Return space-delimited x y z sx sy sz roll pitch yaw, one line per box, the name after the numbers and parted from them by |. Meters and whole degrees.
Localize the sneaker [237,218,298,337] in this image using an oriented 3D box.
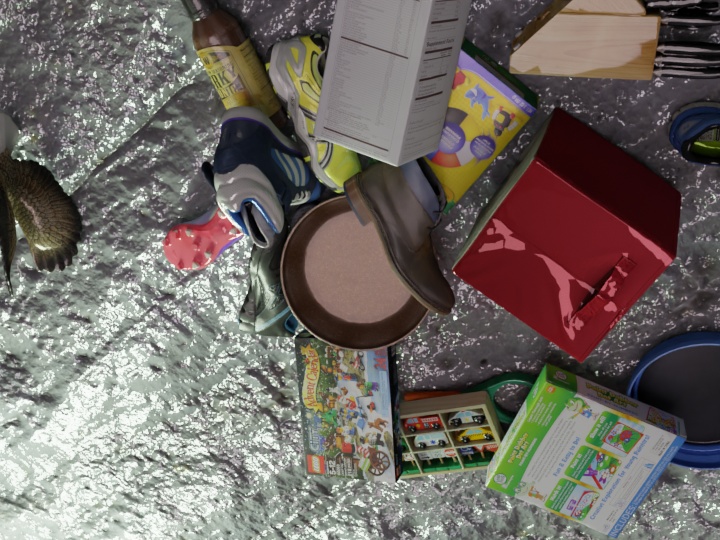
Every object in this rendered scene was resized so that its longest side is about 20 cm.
-0.107 0.007 1.297 0.081 0.074 0.202 14 132 1 | sneaker

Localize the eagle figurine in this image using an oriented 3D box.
-0.458 -0.084 1.282 0.200 0.152 0.151 44 158 4 | eagle figurine

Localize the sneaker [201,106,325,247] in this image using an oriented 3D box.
-0.104 -0.082 1.149 0.080 0.149 0.200 -11 153 23 | sneaker

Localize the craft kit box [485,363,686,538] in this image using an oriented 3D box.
0.292 0.242 1.305 0.195 0.049 0.202 21 122 -4 | craft kit box

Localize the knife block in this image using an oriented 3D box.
0.282 -0.236 1.061 0.175 0.064 0.199 44 120 -13 | knife block

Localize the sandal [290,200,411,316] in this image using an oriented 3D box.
-0.004 -0.016 1.276 0.076 0.043 0.200 -39 100 20 | sandal

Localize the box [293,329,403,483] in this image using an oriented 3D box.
-0.015 0.185 1.353 0.135 0.038 0.203 0 104 20 | box

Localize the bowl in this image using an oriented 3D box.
0.443 0.167 1.275 0.197 0.040 0.203 6 121 10 | bowl

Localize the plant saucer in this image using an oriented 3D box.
0.000 0.000 1.237 0.197 0.037 0.204 2 107 5 | plant saucer

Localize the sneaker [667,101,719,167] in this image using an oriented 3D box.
0.437 -0.139 1.067 0.197 0.090 0.079 -4 120 15 | sneaker

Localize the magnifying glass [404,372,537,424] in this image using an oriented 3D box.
0.158 0.177 1.358 0.197 0.022 0.080 -2 124 17 | magnifying glass

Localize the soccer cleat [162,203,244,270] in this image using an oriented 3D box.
-0.182 -0.057 1.280 0.199 0.076 0.067 -29 96 42 | soccer cleat

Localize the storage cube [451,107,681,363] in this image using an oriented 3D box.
0.233 -0.044 1.113 0.179 0.200 0.172 34 123 -1 | storage cube

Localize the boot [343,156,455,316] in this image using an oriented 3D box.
0.072 -0.045 1.154 0.096 0.075 0.201 -33 100 24 | boot

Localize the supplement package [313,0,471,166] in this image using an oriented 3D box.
0.037 -0.232 1.062 0.113 0.109 0.203 23 115 22 | supplement package

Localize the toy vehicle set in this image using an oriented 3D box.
0.100 0.234 1.387 0.197 0.027 0.125 -11 125 22 | toy vehicle set

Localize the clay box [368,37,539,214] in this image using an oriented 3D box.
0.102 -0.156 1.160 0.114 0.048 0.200 35 120 -8 | clay box

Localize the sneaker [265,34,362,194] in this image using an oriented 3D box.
-0.038 -0.180 1.164 0.076 0.076 0.202 -18 116 22 | sneaker

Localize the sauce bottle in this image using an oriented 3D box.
-0.155 -0.250 1.156 0.064 0.065 0.202 -20 113 23 | sauce bottle
